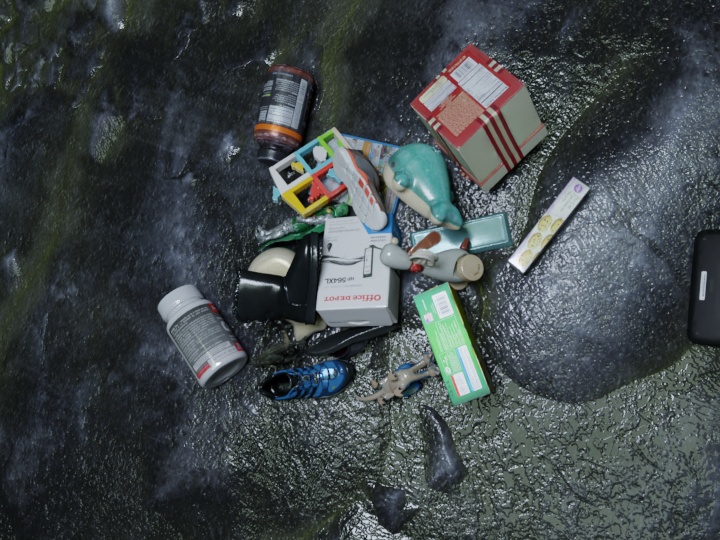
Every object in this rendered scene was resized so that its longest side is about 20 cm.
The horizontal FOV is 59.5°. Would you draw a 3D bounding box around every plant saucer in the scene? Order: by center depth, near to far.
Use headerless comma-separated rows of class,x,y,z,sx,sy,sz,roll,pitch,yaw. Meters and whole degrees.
plant saucer,0.196,-0.064,1.246,0.197,0.019,0.071,-12,79,14

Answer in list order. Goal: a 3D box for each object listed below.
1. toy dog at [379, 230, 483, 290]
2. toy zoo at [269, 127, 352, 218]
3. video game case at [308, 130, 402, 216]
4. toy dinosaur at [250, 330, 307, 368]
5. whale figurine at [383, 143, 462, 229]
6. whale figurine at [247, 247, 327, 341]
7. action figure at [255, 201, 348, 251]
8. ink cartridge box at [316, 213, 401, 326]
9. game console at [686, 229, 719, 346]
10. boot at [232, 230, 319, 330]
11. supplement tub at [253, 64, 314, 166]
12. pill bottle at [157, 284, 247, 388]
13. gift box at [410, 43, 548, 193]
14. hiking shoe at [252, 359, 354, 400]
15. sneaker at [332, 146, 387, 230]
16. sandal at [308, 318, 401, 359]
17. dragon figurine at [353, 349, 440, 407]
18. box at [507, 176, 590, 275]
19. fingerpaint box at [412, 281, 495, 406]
toy dog,0.141,-0.033,1.179,0.131,0.198,0.098,-13,61,49
toy zoo,-0.096,-0.195,1.297,0.199,0.021,0.132,-35,73,-12
video game case,-0.001,-0.205,1.326,0.198,0.018,0.145,16,87,19
toy dinosaur,-0.156,0.164,1.271,0.200,0.087,0.048,-42,53,51
whale figurine,0.130,-0.163,1.192,0.104,0.158,0.201,-55,44,25
whale figurine,-0.147,0.046,1.307,0.158,0.104,0.201,-33,99,9
action figure,-0.118,-0.100,1.312,0.197,0.118,0.055,-18,114,4
ink cartridge box,0.000,0.000,1.234,0.144,0.084,0.203,-4,62,15
game console,0.678,0.038,1.085,0.175,0.115,0.203,1,81,47
boot,-0.160,0.018,1.210,0.160,0.074,0.201,4,109,-2
supplement tub,-0.167,-0.325,1.347,0.106,0.107,0.203,11,86,18
pill bottle,-0.335,0.135,1.330,0.114,0.114,0.201,-40,73,8
gift box,0.224,-0.290,1.187,0.184,0.186,0.201,-39,54,10
hiking shoe,-0.109,0.227,1.261,0.197,0.087,0.075,-17,78,14
sneaker,0.018,-0.170,1.234,0.081,0.077,0.202,-12,62,-29
sandal,-0.010,0.144,1.255,0.198,0.075,0.049,-20,102,13
dragon figurine,0.076,0.216,1.218,0.200,0.099,0.059,-41,69,43
box,0.354,-0.082,1.189,0.041,0.039,0.201,39,95,17
fingerpaint box,0.172,0.136,1.147,0.073,0.167,0.202,-22,77,11
